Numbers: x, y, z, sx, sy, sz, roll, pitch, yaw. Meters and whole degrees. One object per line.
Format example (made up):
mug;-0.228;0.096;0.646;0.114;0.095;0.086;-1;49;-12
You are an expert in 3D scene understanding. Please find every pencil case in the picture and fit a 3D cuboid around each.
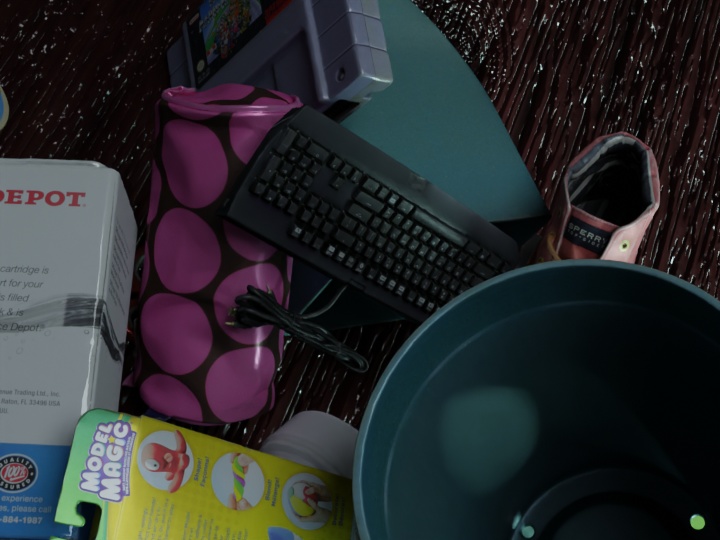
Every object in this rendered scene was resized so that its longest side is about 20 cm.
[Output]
pencil case;-0.087;-0.010;0.748;0.093;0.202;0.091;16;18;23

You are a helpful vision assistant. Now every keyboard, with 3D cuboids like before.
keyboard;0.000;0.000;0.732;0.199;0.021;0.127;29;99;-37

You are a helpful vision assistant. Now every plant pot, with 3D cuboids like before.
plant pot;0.116;0.128;0.637;0.198;0.188;0.201;-8;59;13
plant pot;0.004;-0.084;0.860;0.140;0.141;0.201;-7;66;-32

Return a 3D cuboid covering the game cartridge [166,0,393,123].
game cartridge;-0.060;-0.131;0.804;0.038;0.200;0.131;-1;69;-39

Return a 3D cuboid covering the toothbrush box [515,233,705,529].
toothbrush box;0.167;0.086;0.818;0.199;0.086;0.146;24;54;15

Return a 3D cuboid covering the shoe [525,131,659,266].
shoe;0.121;0.006;0.765;0.071;0.091;0.201;23;54;16

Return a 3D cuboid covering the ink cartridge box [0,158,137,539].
ink cartridge box;-0.203;0.048;0.683;0.144;0.084;0.201;2;68;1

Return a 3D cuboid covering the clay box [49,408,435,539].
clay box;-0.062;0.149;0.634;0.199;0.048;0.116;21;61;-22

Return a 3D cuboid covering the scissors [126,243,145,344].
scissors;-0.180;0.021;0.783;0.199;0.014;0.074;-7;73;-32

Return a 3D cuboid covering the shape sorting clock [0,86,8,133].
shape sorting clock;-0.289;-0.131;0.716;0.199;0.039;0.200;26;21;-11

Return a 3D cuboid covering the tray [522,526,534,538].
tray;0.092;0.216;0.719;0.107;0.022;0.201;12;44;-9

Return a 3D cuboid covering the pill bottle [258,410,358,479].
pill bottle;-0.069;0.177;0.718;0.114;0.114;0.200;51;55;-1
